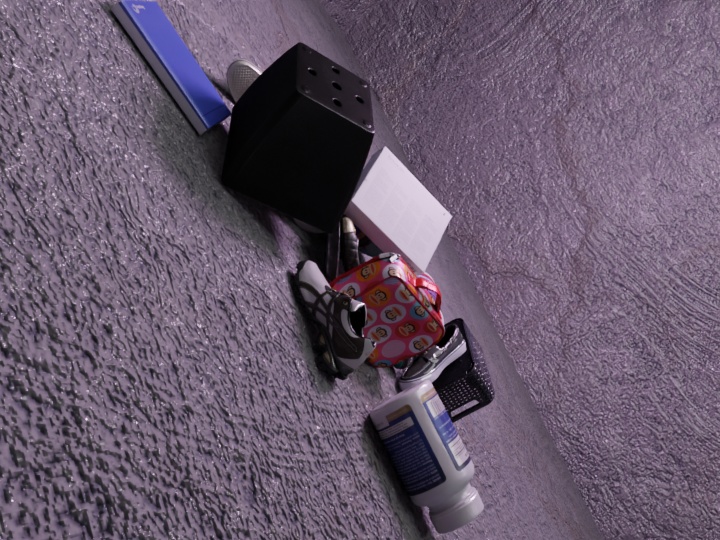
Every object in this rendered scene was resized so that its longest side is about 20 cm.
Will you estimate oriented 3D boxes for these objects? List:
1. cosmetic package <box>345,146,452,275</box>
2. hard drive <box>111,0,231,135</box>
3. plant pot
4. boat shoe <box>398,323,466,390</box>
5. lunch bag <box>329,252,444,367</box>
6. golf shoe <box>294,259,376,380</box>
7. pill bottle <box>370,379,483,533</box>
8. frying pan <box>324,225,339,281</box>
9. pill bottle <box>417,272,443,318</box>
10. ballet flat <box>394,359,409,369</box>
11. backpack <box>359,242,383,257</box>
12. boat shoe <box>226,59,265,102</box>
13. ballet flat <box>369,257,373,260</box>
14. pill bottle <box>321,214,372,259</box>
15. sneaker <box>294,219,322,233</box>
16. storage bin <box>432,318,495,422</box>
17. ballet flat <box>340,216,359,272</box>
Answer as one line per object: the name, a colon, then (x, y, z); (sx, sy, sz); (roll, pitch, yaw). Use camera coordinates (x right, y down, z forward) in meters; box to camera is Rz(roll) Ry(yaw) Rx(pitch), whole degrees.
cosmetic package: (0.071, -0.111, 1.159); (0.200, 0.051, 0.152); (43, 59, -18)
hard drive: (-0.278, -0.309, 0.919); (0.202, 0.025, 0.133); (56, 16, -17)
plant pot: (-0.080, -0.216, 0.935); (0.197, 0.177, 0.203); (23, 42, -27)
boat shoe: (0.137, 0.169, 1.192); (0.198, 0.068, 0.058); (-29, 104, -43)
lunch bag: (0.053, 0.067, 1.024); (0.201, 0.174, 0.083); (49, 20, -38)
golf shoe: (-0.035, 0.058, 0.912); (0.077, 0.093, 0.203); (32, 30, -57)
pill bottle: (0.104, 0.281, 0.918); (0.203, 0.110, 0.111); (62, 15, 9)
frying pan: (-0.044, -0.060, 1.046); (0.192, 0.030, 0.117); (99, -9, -51)
pill bottle: (0.123, 0.090, 1.338); (0.113, 0.111, 0.201); (52, 16, -24)
ballet flat: (0.081, 0.089, 1.143); (0.073, 0.071, 0.205); (-82, 164, -67)
backpack: (0.031, -0.124, 1.315); (0.197, 0.155, 0.176); (28, 27, -1)
boat shoe: (-0.201, -0.342, 1.155); (0.063, 0.074, 0.200); (59, 8, 19)
ballet flat: (0.037, 0.047, 1.254); (0.070, 0.069, 0.202); (52, 19, -25)
pill bottle: (-0.050, -0.134, 1.181); (0.203, 0.110, 0.112); (58, 15, -7)
sneaker: (-0.107, -0.139, 1.066); (0.199, 0.077, 0.081); (37, 32, -53)
storage bin: (0.196, 0.212, 1.303); (0.094, 0.134, 0.201); (52, 17, -23)
ballet flat: (0.000, 0.000, 1.108); (0.067, 0.055, 0.205); (-92, 168, -78)
